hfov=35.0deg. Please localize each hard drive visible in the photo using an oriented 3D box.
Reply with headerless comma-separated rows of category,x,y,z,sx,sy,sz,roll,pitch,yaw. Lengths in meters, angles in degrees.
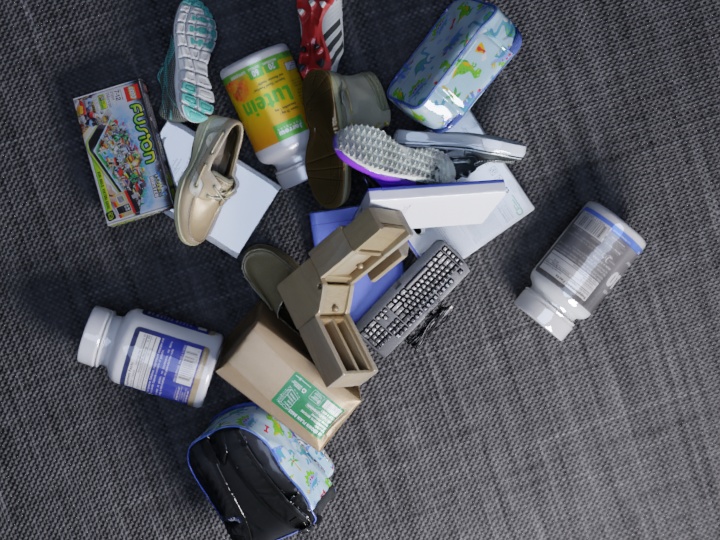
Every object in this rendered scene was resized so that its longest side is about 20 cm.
hard drive,0.097,-0.093,1.669,0.200,0.132,0.025,-5,73,-13
hard drive,-0.241,-0.128,1.761,0.200,0.027,0.132,32,93,-5
hard drive,0.000,0.000,1.780,0.132,0.025,0.200,-8,96,-2

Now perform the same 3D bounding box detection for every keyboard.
keyboard,0.090,0.055,1.742,0.104,0.040,0.200,40,103,-16

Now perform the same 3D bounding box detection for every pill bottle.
pill bottle,-0.121,-0.228,1.713,0.111,0.111,0.200,-24,97,0
pill bottle,0.335,0.003,1.761,0.114,0.114,0.200,38,93,-6
pill bottle,-0.319,0.125,1.737,0.200,0.120,0.120,18,95,-4

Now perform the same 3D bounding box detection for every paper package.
paper package,-0.108,0.154,1.716,0.200,0.191,0.103,39,95,-7

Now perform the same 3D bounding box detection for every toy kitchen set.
toy kitchen set,0.028,0.039,1.651,0.200,0.163,0.181,-40,66,29

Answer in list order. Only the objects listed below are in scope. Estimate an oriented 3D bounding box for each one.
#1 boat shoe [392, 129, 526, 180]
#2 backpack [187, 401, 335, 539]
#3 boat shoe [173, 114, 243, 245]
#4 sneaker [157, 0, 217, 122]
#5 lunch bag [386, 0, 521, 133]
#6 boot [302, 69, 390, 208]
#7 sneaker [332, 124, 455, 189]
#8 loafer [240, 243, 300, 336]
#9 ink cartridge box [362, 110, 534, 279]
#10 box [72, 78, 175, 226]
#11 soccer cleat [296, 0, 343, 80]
boat shoe,0.146,-0.171,1.717,0.200,0.072,0.071,5,100,3
backpack,-0.153,0.298,1.735,0.183,0.147,0.200,-27,103,30
boat shoe,-0.222,-0.132,1.704,0.065,0.072,0.200,15,90,36
sneaker,-0.271,-0.313,1.716,0.078,0.091,0.200,16,71,-44
lunch bag,0.136,-0.307,1.697,0.082,0.161,0.200,37,91,-29
boot,-0.015,-0.197,1.693,0.072,0.155,0.200,-1,97,33
sneaker,0.032,-0.141,1.636,0.200,0.100,0.070,15,58,-32
loafer,-0.109,0.034,1.743,0.200,0.067,0.076,43,99,13
ink cartridge box,0.134,-0.120,1.767,0.200,0.041,0.200,-34,97,-5
box,-0.353,-0.177,1.724,0.110,0.035,0.200,-16,88,6
soccer cleat,-0.057,-0.365,1.728,0.069,0.085,0.200,-4,73,19
